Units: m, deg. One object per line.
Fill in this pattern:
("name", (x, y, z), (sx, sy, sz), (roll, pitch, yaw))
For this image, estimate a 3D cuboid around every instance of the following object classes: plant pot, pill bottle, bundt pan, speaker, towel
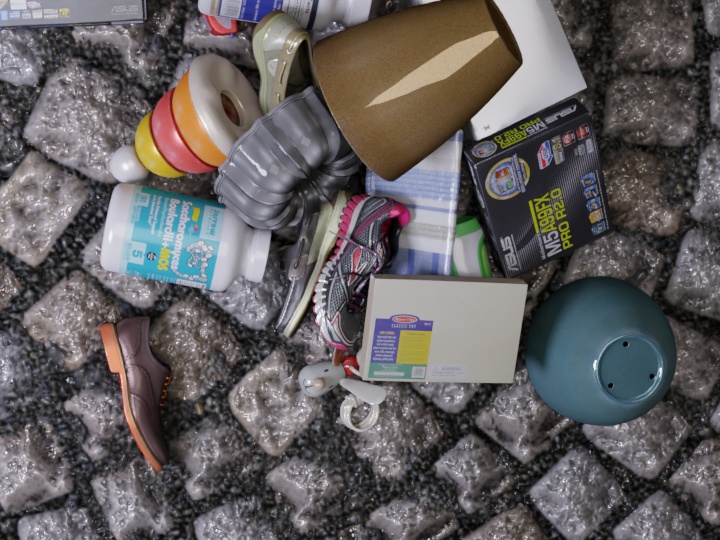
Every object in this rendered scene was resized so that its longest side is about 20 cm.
("plant pot", (0.328, 0.115, 1.623), (0.199, 0.135, 0.201), (-1, 97, -7))
("pill bottle", (-0.214, -0.037, 1.544), (0.199, 0.111, 0.111), (10, 95, -9))
("pill bottle", (-0.086, -0.345, 1.472), (0.199, 0.116, 0.116), (8, 96, -10))
("bundt pan", (-0.072, -0.124, 1.485), (0.202, 0.202, 0.076), (-41, 74, -1))
("speaker", (0.135, 0.035, 1.610), (0.088, 0.088, 0.201), (-15, 99, -6))
("plant pot", (0.078, -0.231, 1.439), (0.200, 0.186, 0.187), (-28, 100, 19))
("towel", (0.065, -0.086, 1.575), (0.024, 0.147, 0.201), (-4, 99, -50))

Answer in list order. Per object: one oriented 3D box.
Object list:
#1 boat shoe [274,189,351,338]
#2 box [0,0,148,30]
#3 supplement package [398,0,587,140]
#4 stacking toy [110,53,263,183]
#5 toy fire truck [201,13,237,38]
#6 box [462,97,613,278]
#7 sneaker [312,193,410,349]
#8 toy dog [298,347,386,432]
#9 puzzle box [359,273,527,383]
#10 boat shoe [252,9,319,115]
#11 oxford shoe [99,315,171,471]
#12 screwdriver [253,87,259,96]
("boat shoe", (-0.073, -0.016, 1.590), (0.066, 0.072, 0.201), (22, 86, -1))
("box", (-0.362, -0.376, 1.514), (0.199, 0.051, 0.158), (-3, 96, -7))
("supplement package", (0.164, -0.286, 1.565), (0.155, 0.111, 0.201), (-26, 100, -4))
("stacking toy", (-0.224, -0.162, 1.530), (0.199, 0.146, 0.146), (-24, 101, 25))
("toy fire truck", (-0.094, -0.298, 1.560), (0.199, 0.049, 0.142), (-9, 98, -7))
("box", (0.228, -0.100, 1.583), (0.160, 0.044, 0.200), (-25, 130, -5))
("sneaker", (0.000, 0.000, 1.541), (0.074, 0.081, 0.201), (8, 77, 35))
("toy dog", (0.025, 0.117, 1.602), (0.200, 0.096, 0.132), (-44, 100, -1))
("puzzle box", (0.102, 0.072, 1.538), (0.199, 0.025, 0.134), (3, 107, -15))
("boat shoe", (-0.077, -0.219, 1.483), (0.063, 0.201, 0.073), (37, 64, 28))
("oxford shoe", (-0.268, 0.155, 1.582), (0.072, 0.071, 0.201), (-18, 99, -10))
("screwdriver", (-0.080, -0.193, 1.581), (0.199, 0.029, 0.028), (23, 93, -4))
